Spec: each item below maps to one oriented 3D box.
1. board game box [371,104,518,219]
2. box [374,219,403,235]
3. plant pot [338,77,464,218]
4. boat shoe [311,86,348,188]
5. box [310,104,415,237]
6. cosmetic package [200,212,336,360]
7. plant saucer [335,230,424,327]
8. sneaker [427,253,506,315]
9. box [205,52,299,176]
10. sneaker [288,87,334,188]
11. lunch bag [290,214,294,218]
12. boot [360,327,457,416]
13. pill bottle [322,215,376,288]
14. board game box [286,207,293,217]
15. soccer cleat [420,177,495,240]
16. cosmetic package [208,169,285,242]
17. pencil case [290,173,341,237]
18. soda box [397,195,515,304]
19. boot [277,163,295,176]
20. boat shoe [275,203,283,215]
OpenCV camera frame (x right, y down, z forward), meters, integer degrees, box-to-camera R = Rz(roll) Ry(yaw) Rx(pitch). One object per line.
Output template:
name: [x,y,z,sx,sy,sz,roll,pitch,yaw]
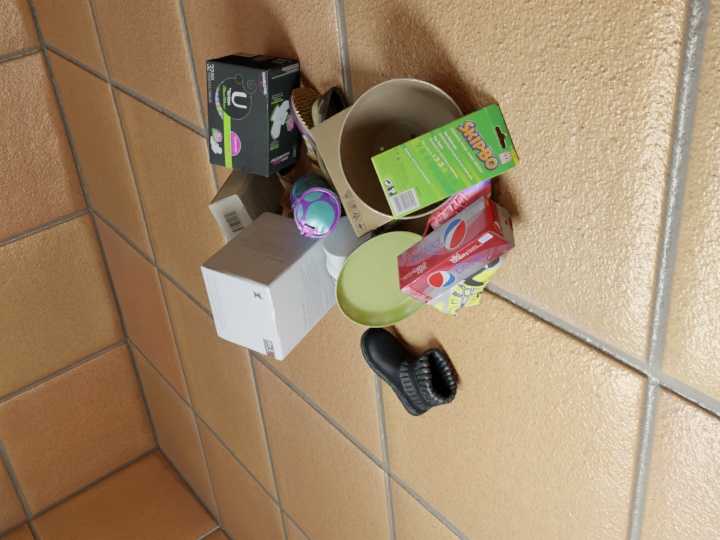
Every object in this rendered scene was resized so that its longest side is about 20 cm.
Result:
board game box: [0.123,-0.158,1.138,0.030,0.196,0.097,-66,-47,-81]
box: [0.036,-0.134,1.415,0.199,0.048,0.119,-30,86,59]
plant pot: [0.065,-0.185,1.216,0.135,0.197,0.204,-90,-23,-84]
boat shoe: [-0.042,-0.238,1.404,0.065,0.072,0.204,-48,52,51]
box: [0.024,-0.182,1.314,0.204,0.161,0.021,65,-165,2]
cosmetic package: [-0.162,0.024,1.462,0.162,0.200,0.168,16,130,30]
plant saucer: [0.046,0.011,1.373,0.031,0.195,0.204,-119,22,-51]
sneaker: [0.180,0.011,1.282,0.076,0.076,0.200,32,147,-14]
box: [-0.208,-0.307,1.531,0.146,0.124,0.205,14,116,23]
sneaker: [-0.085,-0.251,1.499,0.203,0.074,0.090,60,150,12]
lunch bag: [-0.092,-0.033,1.611,0.134,0.132,0.204,14,129,31]
boot: [0.093,0.179,1.516,0.212,0.079,0.158,49,155,7]
pill bottle: [0.000,0.000,1.448,0.113,0.113,0.202,39,161,37]
board game box: [-0.178,-0.051,1.765,0.047,0.103,0.200,27,150,-8]
soccer cleat: [0.149,-0.092,1.232,0.069,0.072,0.201,53,149,18]
cosmetic package: [-0.228,-0.148,1.602,0.072,0.201,0.105,-17,117,20]
pencil case: [-0.085,-0.119,1.412,0.085,0.093,0.200,39,-173,-14]
soda box: [0.143,-0.029,1.210,0.199,0.063,0.071,-36,44,39]
boot: [-0.196,-0.320,1.634,0.203,0.071,0.183,62,164,19]
boat shoe: [-0.210,-0.129,1.734,0.074,0.069,0.200,30,-168,-23]
